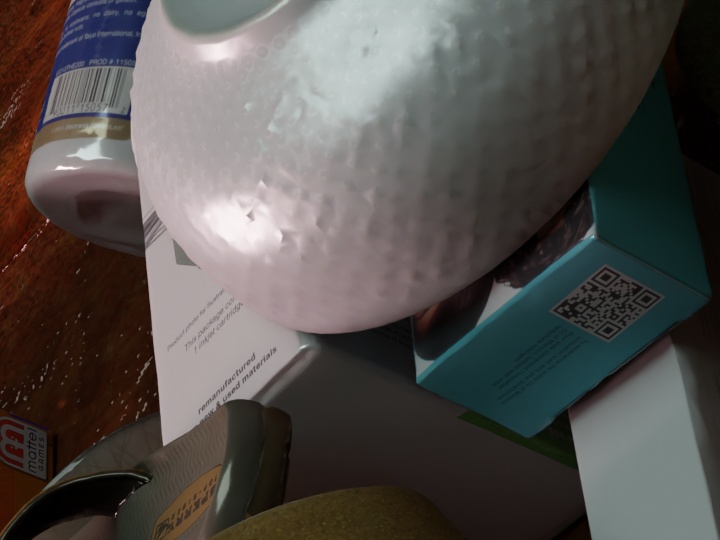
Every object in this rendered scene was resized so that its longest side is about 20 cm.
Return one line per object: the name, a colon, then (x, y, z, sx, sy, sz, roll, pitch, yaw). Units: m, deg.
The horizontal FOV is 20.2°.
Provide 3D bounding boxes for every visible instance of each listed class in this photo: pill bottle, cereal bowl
pill bottle: (-0.087, -0.115, 0.980, 0.111, 0.110, 0.202, -15, 57, 49)
cereal bowl: (-0.001, -0.087, 0.619, 0.199, 0.083, 0.201, -28, 44, 31)

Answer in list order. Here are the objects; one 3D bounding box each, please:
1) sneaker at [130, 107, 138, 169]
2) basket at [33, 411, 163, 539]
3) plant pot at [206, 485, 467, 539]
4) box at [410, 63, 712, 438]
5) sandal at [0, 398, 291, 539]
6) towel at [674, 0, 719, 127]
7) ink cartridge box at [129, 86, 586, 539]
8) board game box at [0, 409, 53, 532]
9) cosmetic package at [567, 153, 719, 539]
sneaker: (-0.062, -0.002, 0.868, 0.100, 0.070, 0.201, 108, 150, -49)
basket: (-0.044, 0.174, 0.714, 0.200, 0.135, 0.182, 44, 113, 52)
plant pot: (0.014, 0.167, 0.535, 0.186, 0.185, 0.201, -40, 58, 31)
box: (0.053, -0.053, 0.652, 0.082, 0.049, 0.201, -41, 37, 34)
sandal: (-0.090, 0.101, 0.643, 0.200, 0.054, 0.082, -43, 34, 43)
towel: (0.172, -0.088, 0.572, 0.201, 0.036, 0.149, -59, 44, 38)
ink cartridge box: (0.000, 0.000, 0.750, 0.084, 0.145, 0.201, -43, 38, 30)
board game box: (-0.285, 0.174, 0.982, 0.200, 0.199, 0.201, -39, 40, 32)
cosmetic package: (0.107, 0.052, 0.625, 0.051, 0.082, 0.201, -38, 40, 33)
